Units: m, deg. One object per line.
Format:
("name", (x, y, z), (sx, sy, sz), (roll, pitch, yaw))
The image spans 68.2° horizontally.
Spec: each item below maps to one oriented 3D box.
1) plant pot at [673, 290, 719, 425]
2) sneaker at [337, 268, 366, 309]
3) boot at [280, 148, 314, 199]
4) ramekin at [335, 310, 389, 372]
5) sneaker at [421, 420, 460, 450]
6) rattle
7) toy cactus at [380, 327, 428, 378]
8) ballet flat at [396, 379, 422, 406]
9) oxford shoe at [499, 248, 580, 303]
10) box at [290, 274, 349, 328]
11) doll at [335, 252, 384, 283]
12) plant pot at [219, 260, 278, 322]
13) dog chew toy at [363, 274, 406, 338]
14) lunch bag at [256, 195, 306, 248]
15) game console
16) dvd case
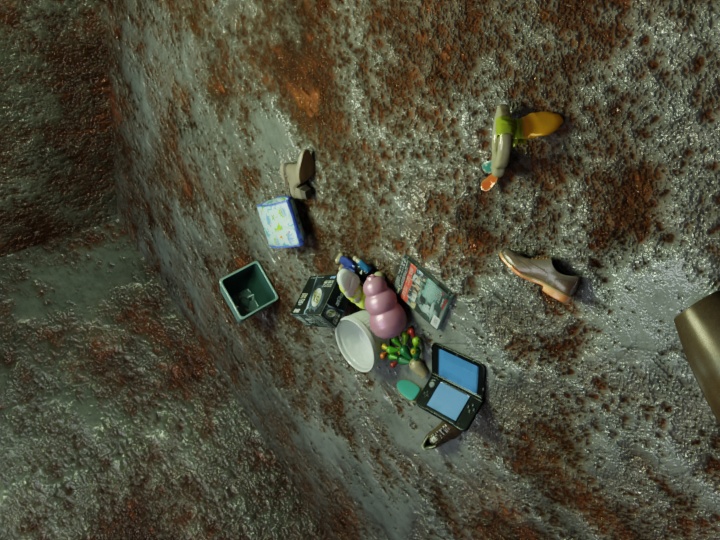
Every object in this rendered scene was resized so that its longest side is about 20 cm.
("plant pot", (0.664, 0.146, 0.945), (0.203, 0.183, 0.189), (62, 146, 26))
("sneaker", (-0.040, 0.056, 1.773), (0.104, 0.076, 0.201), (24, 159, 45))
("boot", (-0.225, -0.339, 1.831), (0.145, 0.069, 0.205), (34, 134, 37))
("ramekin", (0.014, 0.237, 1.845), (0.198, 0.104, 0.205), (30, 133, 38))
("sneaker", (0.265, 0.540, 1.736), (0.071, 0.075, 0.202), (49, 142, 18))
("rattle", (0.350, -0.267, 1.191), (0.203, 0.138, 0.132), (82, 174, -46))
("toy cactus", (0.154, 0.279, 1.720), (0.166, 0.102, 0.200), (49, 134, 3))
("ballet flat", (0.201, 0.428, 1.766), (0.197, 0.068, 0.077), (10, 135, 45))
("oxford shoe", (0.418, -0.008, 1.243), (0.198, 0.071, 0.074), (35, 116, 27))
("box", (-0.136, 0.109, 1.893), (0.086, 0.167, 0.197), (39, 155, -30))
("doll", (0.000, 0.000, 1.762), (0.197, 0.048, 0.138), (24, 147, 39))
("plant pot", (-0.504, 0.116, 2.359), (0.199, 0.194, 0.200), (57, 153, 8))
("dog chew toy", (0.068, 0.110, 1.677), (0.123, 0.123, 0.205), (-6, 111, 52))
("lunch bag", (-0.277, -0.177, 1.940), (0.198, 0.125, 0.175), (12, 123, 60))
("game console", (0.265, 0.347, 1.595), (0.197, 0.177, 0.117), (20, 155, 44))
("dvd case", (0.184, 0.066, 1.602), (0.199, 0.022, 0.149), (43, 139, 29))
